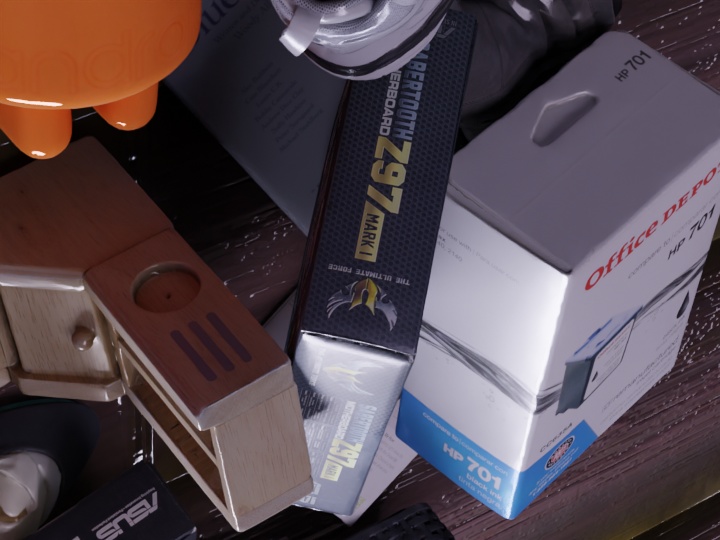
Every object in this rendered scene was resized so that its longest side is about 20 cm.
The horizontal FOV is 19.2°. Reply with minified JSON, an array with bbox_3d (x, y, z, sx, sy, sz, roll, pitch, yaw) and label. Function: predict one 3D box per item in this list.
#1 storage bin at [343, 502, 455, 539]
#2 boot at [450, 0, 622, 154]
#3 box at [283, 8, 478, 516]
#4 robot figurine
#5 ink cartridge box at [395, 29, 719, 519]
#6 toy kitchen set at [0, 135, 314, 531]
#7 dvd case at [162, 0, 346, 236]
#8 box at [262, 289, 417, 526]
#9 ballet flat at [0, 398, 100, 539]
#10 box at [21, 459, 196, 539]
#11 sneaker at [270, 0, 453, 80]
[{"bbox_3d":[-0.022,0.228,1.174,0.200,0.094,0.135,-23,153,-40],"label":"storage bin"},{"bbox_3d":[0.058,-0.122,0.990,0.132,0.070,0.200,-40,153,-14],"label":"boot"},{"bbox_3d":[0.000,0.000,0.916,0.200,0.051,0.158,106,-4,-64],"label":"box"},{"bbox_3d":[-0.114,-0.142,0.789,0.143,0.117,0.201,5,130,2],"label":"robot figurine"},{"bbox_3d":[0.100,0.005,1.044,0.146,0.086,0.200,-39,155,-30],"label":"ink cartridge box"},{"bbox_3d":[-0.156,0.027,0.841,0.200,0.180,0.164,-28,137,-19],"label":"toy kitchen set"},{"bbox_3d":[-0.017,-0.112,0.985,0.143,0.018,0.200,-45,142,-2],"label":"dvd case"},{"bbox_3d":[0.020,0.033,1.133,0.200,0.036,0.144,-46,142,1],"label":"box"},{"bbox_3d":[-0.194,0.112,0.972,0.199,0.073,0.073,-12,130,-37],"label":"ballet flat"},{"bbox_3d":[-0.157,0.182,1.029,0.161,0.049,0.200,-31,162,-19],"label":"box"},{"bbox_3d":[0.028,-0.159,0.773,0.200,0.075,0.115,-60,174,11],"label":"sneaker"}]
